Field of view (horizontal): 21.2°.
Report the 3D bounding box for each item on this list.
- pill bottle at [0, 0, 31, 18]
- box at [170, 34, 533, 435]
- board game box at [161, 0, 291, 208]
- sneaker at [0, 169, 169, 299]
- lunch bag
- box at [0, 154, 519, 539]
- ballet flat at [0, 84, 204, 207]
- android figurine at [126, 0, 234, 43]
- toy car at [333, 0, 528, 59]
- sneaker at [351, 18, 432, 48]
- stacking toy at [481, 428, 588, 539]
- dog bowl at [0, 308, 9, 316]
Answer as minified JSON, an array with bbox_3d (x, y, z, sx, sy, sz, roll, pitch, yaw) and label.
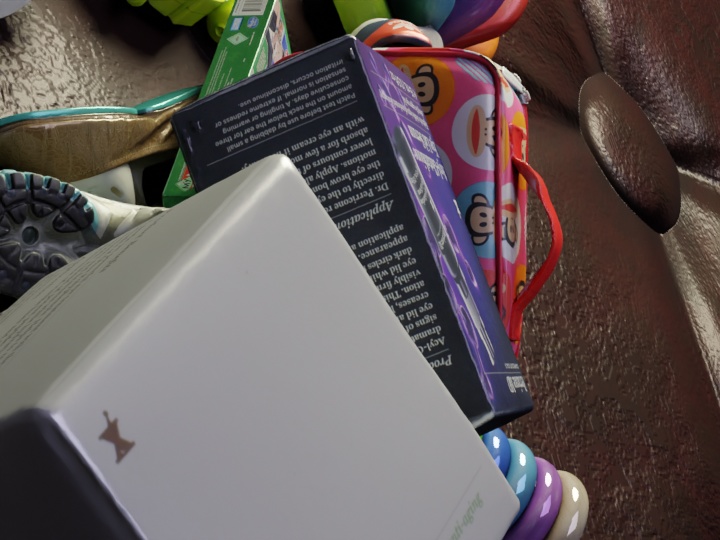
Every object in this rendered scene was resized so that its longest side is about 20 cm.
[{"bbox_3d":[-0.217,-0.205,0.873,0.200,0.111,0.111,43,31,10],"label":"pill bottle"},{"bbox_3d":[0.000,0.000,0.980,0.148,0.103,0.202,7,61,-78],"label":"box"},{"bbox_3d":[-0.068,-0.052,1.127,0.201,0.029,0.136,-76,162,-49],"label":"board game box"},{"bbox_3d":[-0.134,-0.008,0.999,0.199,0.086,0.078,25,83,-37],"label":"sneaker"},{"bbox_3d":[0.028,-0.026,1.089,0.082,0.174,0.202,21,71,-73],"label":"lunch bag"},{"bbox_3d":[-0.076,0.101,0.805,0.201,0.171,0.199,55,39,-13],"label":"box"},{"bbox_3d":[-0.135,-0.060,1.083,0.200,0.067,0.073,-20,96,-62],"label":"ballet flat"},{"bbox_3d":[-0.121,-0.229,1.246,0.183,0.041,0.200,52,31,-14],"label":"android figurine"},{"bbox_3d":[0.041,-0.192,1.315,0.200,0.149,0.177,30,40,-68],"label":"toy car"},{"bbox_3d":[0.011,-0.056,1.185,0.074,0.084,0.202,3,92,-16],"label":"sneaker"},{"bbox_3d":[0.046,0.111,1.178,0.200,0.085,0.086,39,37,-21],"label":"stacking toy"},{"bbox_3d":[-0.138,0.117,0.911,0.199,0.058,0.202,26,52,-38],"label":"dog bowl"}]
